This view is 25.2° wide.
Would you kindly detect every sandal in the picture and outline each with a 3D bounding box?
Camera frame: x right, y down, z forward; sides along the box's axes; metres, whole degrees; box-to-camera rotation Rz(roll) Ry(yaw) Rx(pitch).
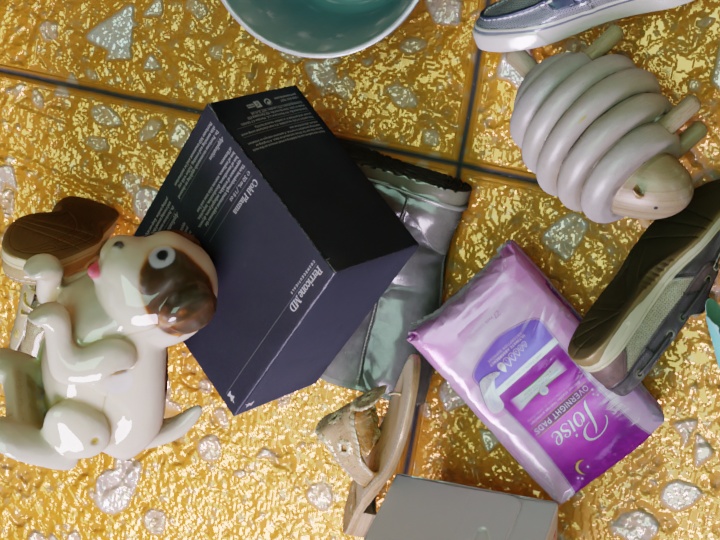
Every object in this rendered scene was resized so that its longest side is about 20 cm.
[{"bbox_3d":[-0.007,0.151,1.373,0.069,0.078,0.212,11,132,-7],"label":"sandal"}]

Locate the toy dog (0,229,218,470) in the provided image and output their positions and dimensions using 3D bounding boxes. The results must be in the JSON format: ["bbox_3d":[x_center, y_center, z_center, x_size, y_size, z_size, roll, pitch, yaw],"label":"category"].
[{"bbox_3d":[-0.191,0.058,1.296,0.193,0.140,0.200,26,114,-18],"label":"toy dog"}]

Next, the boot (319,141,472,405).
[{"bbox_3d":[-0.002,0.000,1.402,0.181,0.073,0.201,21,110,16],"label":"boot"}]

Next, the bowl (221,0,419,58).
[{"bbox_3d":[-0.018,-0.273,1.298,0.200,0.105,0.202,3,99,17],"label":"bowl"}]

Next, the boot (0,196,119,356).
[{"bbox_3d":[-0.278,0.026,1.418,0.072,0.200,0.156,19,105,1],"label":"boot"}]

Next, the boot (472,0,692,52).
[{"bbox_3d":[0.175,-0.244,1.286,0.199,0.073,0.091,-15,119,17],"label":"boot"}]

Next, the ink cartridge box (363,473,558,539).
[{"bbox_3d":[0.078,0.299,1.337,0.145,0.147,0.201,9,123,17],"label":"ink cartridge box"}]

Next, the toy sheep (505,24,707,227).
[{"bbox_3d":[0.189,-0.115,1.290,0.200,0.138,0.138,48,110,28],"label":"toy sheep"}]

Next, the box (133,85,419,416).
[{"bbox_3d":[-0.080,-0.016,1.346,0.182,0.104,0.200,54,133,19],"label":"box"}]

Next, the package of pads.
[{"bbox_3d":[0.145,0.085,1.339,0.120,0.076,0.200,-41,94,10],"label":"package of pads"}]

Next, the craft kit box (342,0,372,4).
[{"bbox_3d":[0.051,-0.334,1.344,0.199,0.048,0.199,-17,90,19],"label":"craft kit box"}]

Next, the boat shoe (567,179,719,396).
[{"bbox_3d":[0.248,0.014,1.298,0.201,0.072,0.066,-49,113,-14],"label":"boat shoe"}]

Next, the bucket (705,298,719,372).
[{"bbox_3d":[0.368,0.077,1.223,0.206,0.207,0.136,-8,103,18],"label":"bucket"}]
